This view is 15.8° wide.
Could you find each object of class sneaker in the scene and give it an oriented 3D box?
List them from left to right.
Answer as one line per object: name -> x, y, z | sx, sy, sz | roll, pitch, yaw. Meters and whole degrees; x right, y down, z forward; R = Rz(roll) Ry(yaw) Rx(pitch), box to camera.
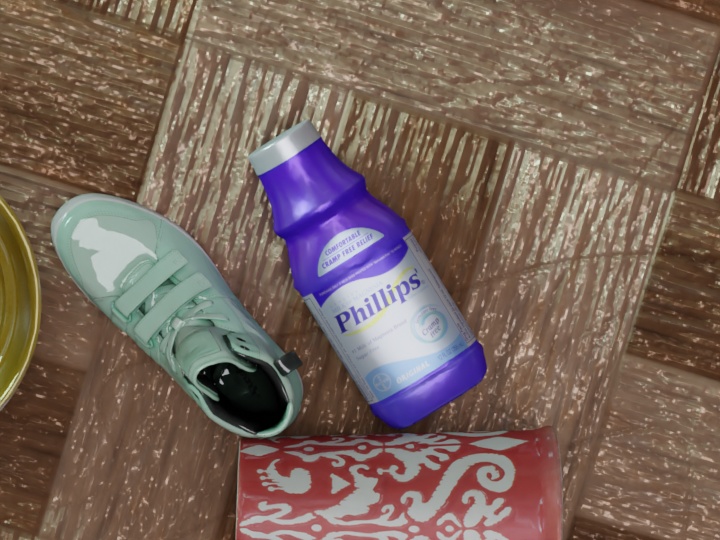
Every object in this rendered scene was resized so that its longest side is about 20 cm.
sneaker -> -0.111, 0.026, 1.612 | 0.200, 0.118, 0.074 | 42, 91, -5

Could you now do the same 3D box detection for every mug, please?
mug -> 0.021, 0.183, 1.631 | 0.200, 0.133, 0.178 | 2, 92, -2

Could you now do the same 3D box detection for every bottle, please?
bottle -> 0.000, 0.000, 1.647 | 0.084, 0.065, 0.200 | -31, 96, -2

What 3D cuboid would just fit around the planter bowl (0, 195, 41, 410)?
planter bowl -> -0.298, 0.018, 1.611 | 0.200, 0.083, 0.201 | 0, 93, -5
